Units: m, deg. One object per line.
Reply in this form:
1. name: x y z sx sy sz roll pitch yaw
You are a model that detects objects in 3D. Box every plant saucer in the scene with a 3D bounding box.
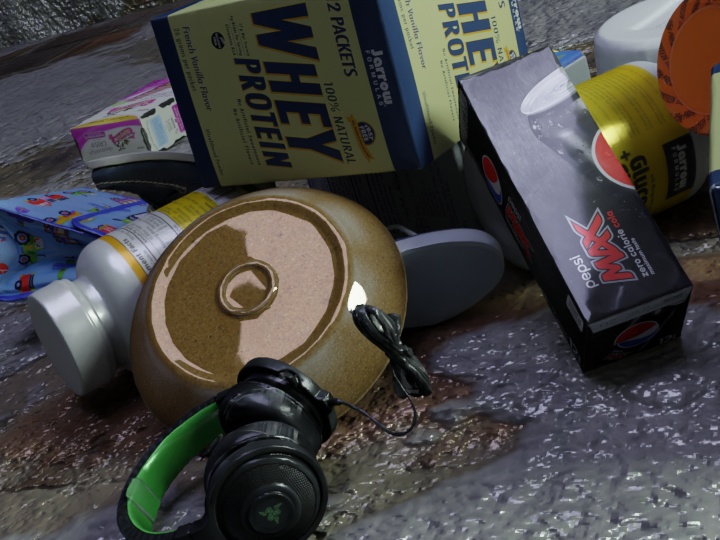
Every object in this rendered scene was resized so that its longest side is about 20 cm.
1. plant saucer: -0.069 0.020 0.747 0.199 0.035 0.201 -9 58 14

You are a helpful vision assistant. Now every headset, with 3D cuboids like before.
1. headset: -0.055 0.088 0.624 0.199 0.094 0.124 -24 27 18

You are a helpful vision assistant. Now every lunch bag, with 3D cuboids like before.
1. lunch bag: -0.213 -0.019 1.018 0.199 0.095 0.150 4 10 22

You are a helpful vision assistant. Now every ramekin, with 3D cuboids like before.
1. ramekin: 0.303 -0.187 0.999 0.200 0.098 0.201 -16 21 6

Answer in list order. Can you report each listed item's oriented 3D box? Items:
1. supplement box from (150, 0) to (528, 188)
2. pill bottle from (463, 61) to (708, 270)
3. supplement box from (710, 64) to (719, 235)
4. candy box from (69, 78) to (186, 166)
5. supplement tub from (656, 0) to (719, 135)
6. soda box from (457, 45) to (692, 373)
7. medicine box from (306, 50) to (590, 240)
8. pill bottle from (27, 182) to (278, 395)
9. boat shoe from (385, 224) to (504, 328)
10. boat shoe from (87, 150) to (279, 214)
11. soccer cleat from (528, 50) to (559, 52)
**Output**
1. supplement box: -0.007 -0.164 0.854 0.199 0.135 0.200 -2 24 35
2. pill bottle: 0.185 -0.087 0.836 0.199 0.112 0.112 -25 22 -14
3. supplement box: 0.291 -0.037 0.580 0.199 0.135 0.200 -10 23 22
4. candy box: -0.293 -0.219 1.603 0.136 0.061 0.200 -3 27 32
5. supplement tub: 0.307 -0.139 0.768 0.199 0.123 0.122 -3 12 -31
6. soda box: 0.128 -0.042 0.704 0.070 0.063 0.201 -20 59 -4
7. medicine box: 0.077 -0.109 0.989 0.199 0.103 0.182 8 34 47
8. pill bottle: -0.146 0.011 0.868 0.200 0.113 0.113 -29 24 -27
9. boat shoe: 0.001 0.004 0.814 0.201 0.075 0.086 -22 38 9
10. boat shoe: -0.147 -0.067 0.967 0.075 0.062 0.200 3 2 34
11. soccer cleat: 0.135 -0.189 1.185 0.199 0.065 0.084 -18 19 3
